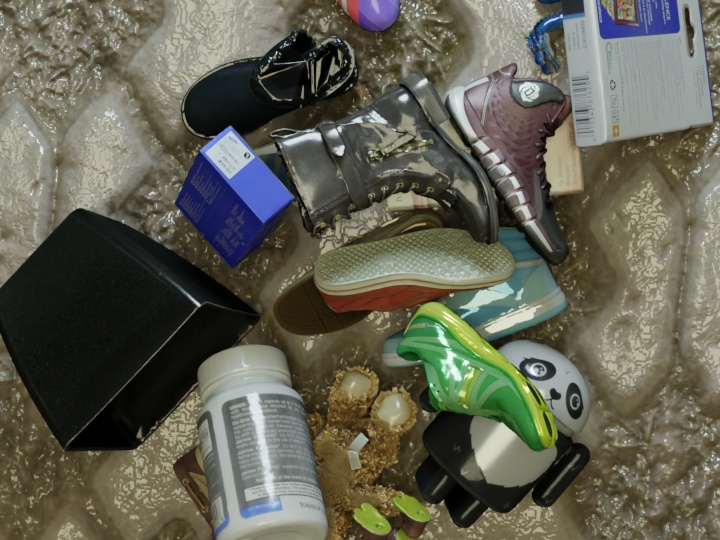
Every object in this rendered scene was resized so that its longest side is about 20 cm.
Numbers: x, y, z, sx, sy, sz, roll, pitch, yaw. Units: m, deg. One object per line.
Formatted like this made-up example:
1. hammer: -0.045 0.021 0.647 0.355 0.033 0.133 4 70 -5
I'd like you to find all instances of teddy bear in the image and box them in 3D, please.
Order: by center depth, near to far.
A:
1. teddy bear: -0.010 0.198 1.723 0.145 0.067 0.201 10 96 19

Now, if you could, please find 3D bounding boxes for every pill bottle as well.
1. pill bottle: -0.104 0.184 1.677 0.113 0.114 0.201 -15 62 5

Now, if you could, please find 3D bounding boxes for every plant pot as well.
1. plant pot: -0.253 0.051 1.683 0.177 0.200 0.200 45 95 12

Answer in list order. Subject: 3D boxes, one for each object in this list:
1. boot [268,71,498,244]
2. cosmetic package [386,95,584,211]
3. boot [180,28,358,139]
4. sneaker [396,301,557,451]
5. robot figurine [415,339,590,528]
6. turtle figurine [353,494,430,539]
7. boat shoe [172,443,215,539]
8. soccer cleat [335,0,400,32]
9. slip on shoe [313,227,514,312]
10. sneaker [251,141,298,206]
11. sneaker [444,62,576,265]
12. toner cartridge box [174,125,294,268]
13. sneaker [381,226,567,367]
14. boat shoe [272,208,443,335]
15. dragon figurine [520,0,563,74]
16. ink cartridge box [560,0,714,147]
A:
1. boot: 0.023 -0.079 1.602 0.174 0.069 0.200 -30 90 -10
2. cosmetic package: 0.122 -0.119 1.692 0.199 0.087 0.104 -7 93 4
3. boot: -0.097 -0.186 1.664 0.199 0.168 0.077 -16 92 5
4. sneaker: 0.113 0.115 1.606 0.084 0.074 0.200 -48 57 0
5. robot figurine: 0.144 0.165 1.685 0.200 0.150 0.125 -49 52 5
6. turtle figurine: 0.004 0.306 1.675 0.199 0.064 0.162 0 128 -24
7. boat shoe: -0.130 0.274 1.745 0.072 0.072 0.200 -32 90 19
8. soccer cleat: -0.017 -0.338 1.697 0.068 0.073 0.201 -22 91 5
9. slip on shoe: 0.054 0.005 1.656 0.199 0.061 0.074 -8 50 1
10. sneaker: -0.061 -0.090 1.686 0.200 0.067 0.090 -11 92 32
11. sneaker: 0.175 -0.113 1.610 0.115 0.076 0.200 -32 90 1
12. toner cartridge box: -0.129 -0.069 1.656 0.043 0.200 0.095 -40 89 -18
13. sneaker: 0.100 0.015 1.707 0.199 0.080 0.131 -21 93 -5
14. boat shoe: 0.000 0.000 1.720 0.200 0.065 0.072 -31 111 13
15. dragon figurine: 0.205 -0.303 1.689 0.099 0.059 0.201 -6 96 1
16. ink cartridge box: 0.273 -0.230 1.648 0.047 0.200 0.198 -4 95 40
